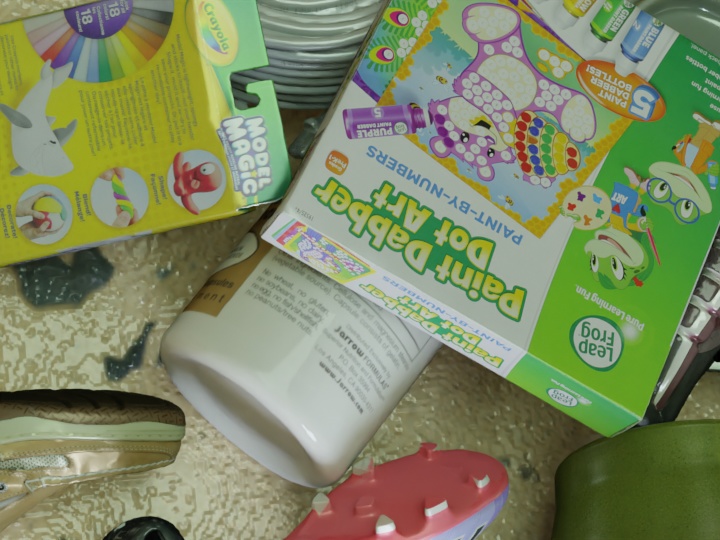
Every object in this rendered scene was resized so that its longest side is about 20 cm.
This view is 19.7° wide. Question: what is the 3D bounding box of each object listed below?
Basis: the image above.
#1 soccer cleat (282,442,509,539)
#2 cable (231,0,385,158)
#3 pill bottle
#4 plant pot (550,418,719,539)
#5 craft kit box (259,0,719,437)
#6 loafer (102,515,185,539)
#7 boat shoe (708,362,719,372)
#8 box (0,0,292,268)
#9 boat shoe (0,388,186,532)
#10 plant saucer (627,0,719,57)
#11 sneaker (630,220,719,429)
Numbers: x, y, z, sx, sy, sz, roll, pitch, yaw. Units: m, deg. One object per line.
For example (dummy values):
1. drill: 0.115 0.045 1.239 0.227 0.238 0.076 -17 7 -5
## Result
1. soccer cleat: -0.008 0.151 0.986 0.199 0.066 0.077 -30 127 -32
2. cable: -0.032 -0.183 1.091 0.200 0.069 0.200 -39 75 -19
3. pill bottle: 0.000 0.000 1.049 0.114 0.114 0.200 40 70 -3
4. plant pot: 0.167 0.184 1.025 0.199 0.201 0.194 3 65 -15
5. craft kit box: 0.080 -0.053 1.006 0.199 0.049 0.199 29 69 -8
6. loafer: -0.091 0.219 0.995 0.068 0.070 0.202 -9 80 -17
7. boat shoe: 0.197 0.026 1.122 0.198 0.075 0.062 -1 88 -6
8. box: -0.135 -0.070 1.014 0.198 0.048 0.118 -11 90 10
9. boat shoe: -0.184 0.099 1.008 0.198 0.072 0.077 -1 92 -8
10. plant saucer: 0.179 -0.100 1.157 0.198 0.050 0.202 3 77 -15
11. sneaker: 0.219 0.012 1.050 0.115 0.076 0.201 28 87 -6
